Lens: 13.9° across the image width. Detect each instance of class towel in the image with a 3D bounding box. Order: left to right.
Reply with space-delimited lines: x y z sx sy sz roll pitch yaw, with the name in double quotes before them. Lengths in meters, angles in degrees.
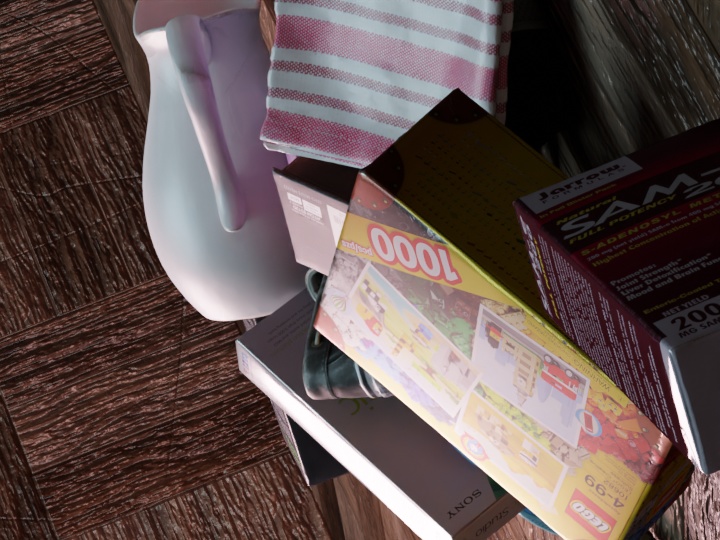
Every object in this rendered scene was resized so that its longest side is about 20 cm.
"towel" 0.014 -0.146 1.552 0.146 0.030 0.201 15 111 32

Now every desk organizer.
"desk organizer" 0.056 -0.018 1.599 0.200 0.077 0.072 25 145 34

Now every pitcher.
"pitcher" -0.083 -0.069 1.815 0.172 0.121 0.201 -74 -28 -76

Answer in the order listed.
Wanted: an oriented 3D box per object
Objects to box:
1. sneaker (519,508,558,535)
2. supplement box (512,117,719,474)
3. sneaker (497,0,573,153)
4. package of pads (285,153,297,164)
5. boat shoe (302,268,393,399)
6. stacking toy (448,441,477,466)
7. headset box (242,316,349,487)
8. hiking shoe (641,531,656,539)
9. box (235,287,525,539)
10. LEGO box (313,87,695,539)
"sneaker" 0.107 0.080 1.887 0.200 0.080 0.131 41 -151 7
"supplement box" 0.147 0.005 1.226 0.200 0.108 0.061 -132 22 -67
"sneaker" 0.074 -0.086 1.623 0.200 0.073 0.088 89 166 -55
"package of pads" -0.007 -0.142 1.694 0.121 0.075 0.201 -102 11 -47
"boat shoe" 0.000 0.000 1.763 0.200 0.071 0.072 -78 -25 -53
"stacking toy" 0.079 0.012 1.751 0.110 0.116 0.200 50 -165 -34
"headset box" 0.012 0.027 1.994 0.093 0.173 0.201 -125 15 -67
"hiking shoe" 0.179 0.260 1.803 0.101 0.075 0.201 -123 15 -71
"box" 0.042 0.068 1.784 0.200 0.144 0.036 41 155 28
"LEGO box" 0.084 0.030 1.460 0.200 0.077 0.149 40 149 15
